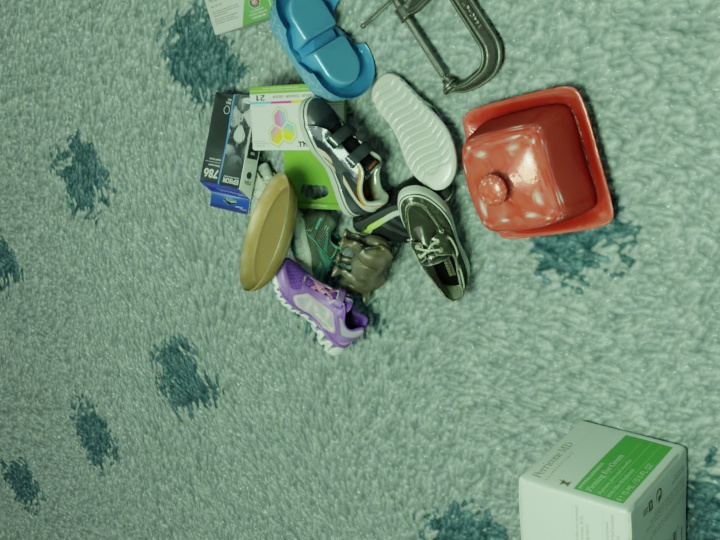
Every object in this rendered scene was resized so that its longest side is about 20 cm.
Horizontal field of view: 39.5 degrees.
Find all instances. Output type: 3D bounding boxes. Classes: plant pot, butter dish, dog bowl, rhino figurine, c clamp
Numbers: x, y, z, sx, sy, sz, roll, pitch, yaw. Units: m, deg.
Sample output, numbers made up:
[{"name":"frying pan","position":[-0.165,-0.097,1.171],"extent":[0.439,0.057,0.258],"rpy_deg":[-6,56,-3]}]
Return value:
[{"name":"plant pot","position":[-0.145,-0.059,1.616],"extent":[0.027,0.200,0.200],"rpy_deg":[18,139,-21]},{"name":"butter dish","position":[0.212,-0.126,1.354],"extent":[0.199,0.148,0.201],"rpy_deg":[-8,105,42]},{"name":"dog bowl","position":[-0.062,-0.342,1.509],"extent":[0.200,0.111,0.050],"rpy_deg":[57,149,-8]},{"name":"rhino figurine","position":[0.000,0.000,1.623],"extent":[0.087,0.060,0.200],"rpy_deg":[16,151,-1]},{"name":"c clamp","position":[0.110,-0.332,1.431],"extent":[0.200,0.027,0.171],"rpy_deg":[54,129,8]}]

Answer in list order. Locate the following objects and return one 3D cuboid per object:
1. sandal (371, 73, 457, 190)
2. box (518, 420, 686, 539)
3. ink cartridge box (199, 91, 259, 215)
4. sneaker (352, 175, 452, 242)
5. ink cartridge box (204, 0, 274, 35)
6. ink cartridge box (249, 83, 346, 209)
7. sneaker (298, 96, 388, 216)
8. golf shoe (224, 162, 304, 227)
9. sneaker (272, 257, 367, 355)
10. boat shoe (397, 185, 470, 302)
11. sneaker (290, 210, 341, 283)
[{"name":"sandal","position":[0.091,-0.212,1.491],"extent":[0.082,0.050,0.203],"rpy_deg":[-39,70,30]},{"name":"box","position":[0.349,0.356,1.435],"extent":[0.171,0.199,0.201],"rpy_deg":[9,115,38]},{"name":"ink cartridge box","position":[-0.220,-0.201,1.717],"extent":[0.099,0.039,0.201],"rpy_deg":[13,96,35]},{"name":"sneaker","position":[0.077,-0.089,1.563],"extent":[0.200,0.072,0.083],"rpy_deg":[-18,128,43]},{"name":"ink cartridge box","position":[-0.184,-0.486,1.565],"extent":[0.145,0.084,0.201],"rpy_deg":[-4,108,42]},{"name":"ink cartridge box","position":[-0.098,-0.196,1.612],"extent":[0.148,0.076,0.201],"rpy_deg":[5,101,40]},{"name":"sneaker","position":[-0.019,-0.178,1.521],"extent":[0.079,0.078,0.200],"rpy_deg":[-8,119,41]},{"name":"golf shoe","position":[-0.166,-0.134,1.732],"extent":[0.200,0.078,0.097],"rpy_deg":[31,122,25]},{"name":"sneaker","position":[-0.060,0.049,1.633],"extent":[0.088,0.081,0.200],"rpy_deg":[-23,120,36]},{"name":"boat shoe","position":[0.113,-0.038,1.491],"extent":[0.071,0.064,0.200],"rpy_deg":[-17,126,24]},{"name":"sneaker","position":[-0.067,-0.023,1.699],"extent":[0.200,0.091,0.078],"rpy_deg":[82,165,-50]}]
